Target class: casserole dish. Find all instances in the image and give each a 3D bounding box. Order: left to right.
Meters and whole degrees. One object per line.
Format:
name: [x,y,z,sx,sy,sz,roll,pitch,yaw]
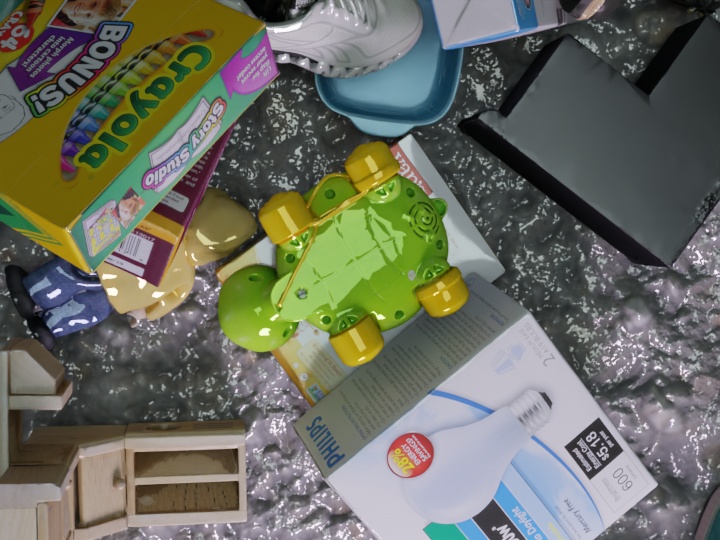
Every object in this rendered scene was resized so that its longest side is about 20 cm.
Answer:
casserole dish: [0.026,-0.210,1.043,0.121,0.039,0.200,7,93,-6]

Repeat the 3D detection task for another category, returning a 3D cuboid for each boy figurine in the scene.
boy figurine: [-0.182,-0.013,1.015,0.200,0.064,0.124,-27,129,-5]

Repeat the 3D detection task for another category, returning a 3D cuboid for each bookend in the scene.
bookend: [0.222,-0.140,1.043,0.200,0.092,0.199,36,88,-6]

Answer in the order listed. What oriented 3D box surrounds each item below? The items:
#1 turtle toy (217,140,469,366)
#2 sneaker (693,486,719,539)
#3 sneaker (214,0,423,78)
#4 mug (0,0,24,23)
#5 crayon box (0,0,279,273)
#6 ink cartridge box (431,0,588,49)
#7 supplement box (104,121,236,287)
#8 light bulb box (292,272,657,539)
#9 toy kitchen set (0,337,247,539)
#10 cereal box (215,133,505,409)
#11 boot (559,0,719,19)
turtle toy: [-0.020,-0.003,0.980,0.200,0.101,0.146,-30,97,-4]
sneaker: [0.315,0.283,1.090,0.071,0.080,0.200,14,93,-7]
sneaker: [-0.033,-0.192,0.956,0.200,0.081,0.075,-7,76,-29]
mug: [-0.302,-0.182,0.951,0.114,0.152,0.185,13,93,-6]
crayon box: [-0.185,-0.117,0.861,0.172,0.058,0.200,27,65,27]
ink cartridge box: [0.121,-0.243,1.003,0.067,0.200,0.116,-11,97,31]
supplement box: [-0.158,-0.105,0.961,0.110,0.086,0.200,25,58,-7]
light bulb box: [0.089,0.147,1.018,0.200,0.125,0.198,-40,109,-2]
toy kitchen set: [-0.177,0.133,0.964,0.180,0.200,0.163,-1,95,-6]
cereal box: [0.000,0.000,1.055,0.200,0.040,0.144,-37,99,-2]
boot: [0.238,-0.232,0.999,0.138,0.077,0.200,35,46,-11]
